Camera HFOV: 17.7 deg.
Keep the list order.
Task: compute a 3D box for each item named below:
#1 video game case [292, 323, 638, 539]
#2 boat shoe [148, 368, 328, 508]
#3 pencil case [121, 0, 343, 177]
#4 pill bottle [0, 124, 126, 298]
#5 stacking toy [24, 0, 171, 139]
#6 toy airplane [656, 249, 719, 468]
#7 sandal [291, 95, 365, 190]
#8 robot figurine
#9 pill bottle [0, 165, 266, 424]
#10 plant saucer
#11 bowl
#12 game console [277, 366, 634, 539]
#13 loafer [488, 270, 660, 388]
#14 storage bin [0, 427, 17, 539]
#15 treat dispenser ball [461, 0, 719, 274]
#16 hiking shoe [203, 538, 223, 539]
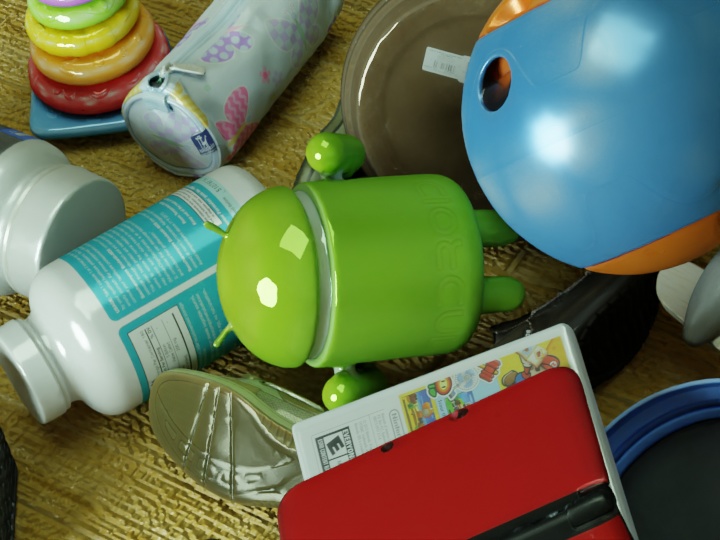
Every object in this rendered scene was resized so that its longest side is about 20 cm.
[{"bbox_3d":[0.066,0.153,1.345,0.182,0.023,0.201,-21,66,14],"label":"video game case"},{"bbox_3d":[-0.043,0.111,1.458,0.200,0.073,0.063,17,18,28],"label":"boat shoe"},{"bbox_3d":[-0.093,-0.159,1.696,0.083,0.091,0.200,1,42,41],"label":"pencil case"},{"bbox_3d":[-0.270,-0.049,1.611,0.200,0.114,0.114,21,54,27],"label":"pill bottle"},{"bbox_3d":[-0.205,-0.201,1.681,0.109,0.200,0.116,-8,46,3],"label":"stacking toy"},{"bbox_3d":[0.281,0.056,1.391,0.199,0.141,0.200,-3,48,7],"label":"toy airplane"},{"bbox_3d":[0.007,-0.096,1.640,0.057,0.080,0.201,24,61,8],"label":"sandal"},{"bbox_3d":[0.000,0.000,1.454,0.199,0.176,0.116,-5,3,-19],"label":"robot figurine"},{"bbox_3d":[-0.140,0.022,1.523,0.200,0.111,0.111,-30,49,-17],"label":"pill bottle"},{"bbox_3d":[0.082,-0.108,1.546,0.199,0.201,0.029,2,23,13],"label":"plant saucer"},{"bbox_3d":[0.205,0.163,1.316,0.200,0.039,0.201,-8,72,25],"label":"bowl"},{"bbox_3d":[0.066,0.179,1.314,0.200,0.173,0.119,-26,6,12],"label":"game console"},{"bbox_3d":[0.115,0.047,1.477,0.200,0.073,0.071,-39,52,-25],"label":"loafer"},{"bbox_3d":[-0.325,0.148,1.453,0.199,0.094,0.135,-7,46,3],"label":"storage bin"},{"bbox_3d":[0.162,-0.098,1.410,0.200,0.201,0.201,-5,47,6],"label":"treat dispenser ball"},{"bbox_3d":[-0.089,0.226,1.330,0.075,0.101,0.200,-4,47,6],"label":"hiking shoe"}]
